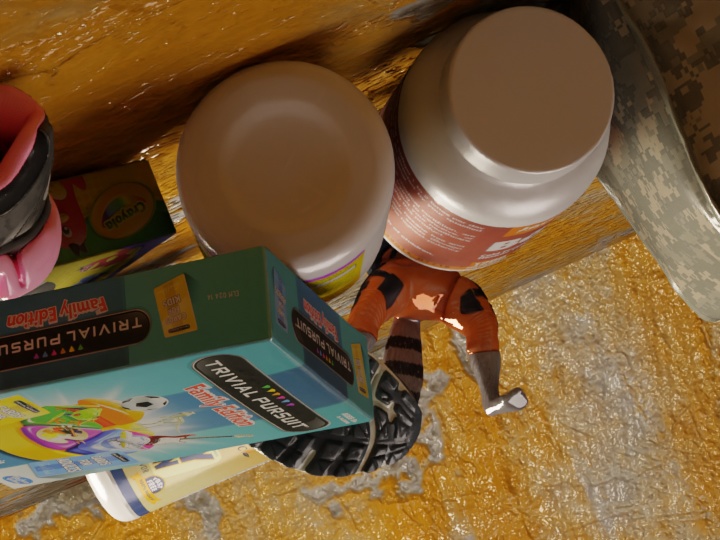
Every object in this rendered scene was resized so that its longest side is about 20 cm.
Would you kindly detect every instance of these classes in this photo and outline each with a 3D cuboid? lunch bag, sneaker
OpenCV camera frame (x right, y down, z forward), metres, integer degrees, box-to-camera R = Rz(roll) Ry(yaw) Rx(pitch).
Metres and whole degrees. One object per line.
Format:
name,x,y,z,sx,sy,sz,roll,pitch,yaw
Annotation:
lunch bag,0.190,-0.075,1.138,0.117,0.201,0.164,-21,173,-10
sneaker,-0.058,0.045,1.135,0.199,0.078,0.086,19,-164,7
sneaker,-0.202,-0.023,0.821,0.199,0.079,0.096,-20,152,-32

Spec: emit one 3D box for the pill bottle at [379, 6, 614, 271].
pill bottle,0.068,-0.070,1.133,0.112,0.113,0.200,-22,174,-12

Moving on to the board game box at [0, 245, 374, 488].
board game box,-0.111,0.051,1.022,0.199,0.047,0.151,-11,159,15

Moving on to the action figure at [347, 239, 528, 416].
action figure,0.000,0.000,1.263,0.198,0.194,0.105,2,137,-11

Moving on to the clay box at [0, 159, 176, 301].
clay box,-0.203,0.003,1.067,0.199,0.048,0.115,-19,172,-42

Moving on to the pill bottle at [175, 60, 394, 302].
pill bottle,-0.036,-0.036,1.083,0.104,0.105,0.200,-23,174,-4

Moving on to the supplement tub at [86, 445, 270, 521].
supplement tub,-0.133,0.102,1.739,0.199,0.145,0.144,-23,174,0
